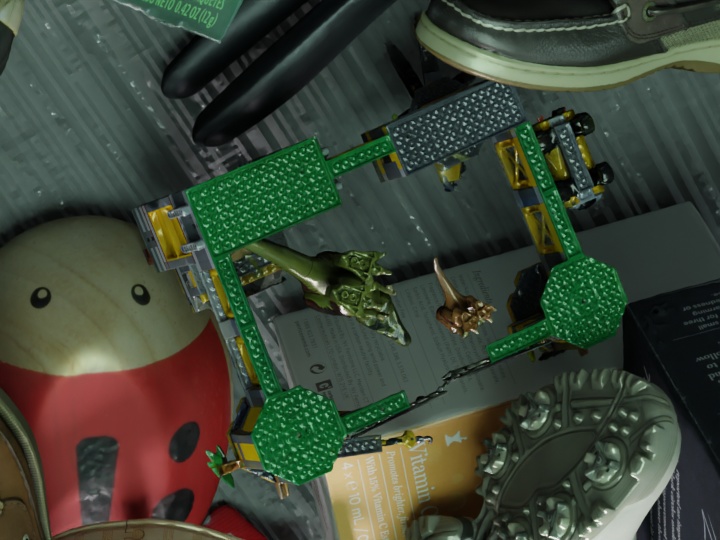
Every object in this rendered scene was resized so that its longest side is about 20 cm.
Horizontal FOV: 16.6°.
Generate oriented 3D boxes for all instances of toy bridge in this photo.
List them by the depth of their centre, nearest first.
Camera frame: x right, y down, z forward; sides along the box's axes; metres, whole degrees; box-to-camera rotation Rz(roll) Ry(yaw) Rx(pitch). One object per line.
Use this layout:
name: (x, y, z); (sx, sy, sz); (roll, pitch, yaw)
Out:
toy bridge: (-0.092, 0.137, 1.054); (0.199, 0.027, 0.067); (-5, 128, 4)

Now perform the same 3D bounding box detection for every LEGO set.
LEGO set: (0.000, 0.000, 1.013); (0.200, 0.116, 0.154); (-32, 97, -16)

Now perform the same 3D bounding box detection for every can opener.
can opener: (-0.002, -0.125, 0.994); (0.200, 0.064, 0.079); (-36, 150, 20)

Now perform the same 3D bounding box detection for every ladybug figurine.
ladybug figurine: (-0.119, 0.074, 1.077); (0.135, 0.072, 0.201); (-6, 123, -11)

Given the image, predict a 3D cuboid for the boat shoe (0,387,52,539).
boat shoe: (-0.157, 0.114, 0.979); (0.072, 0.068, 0.201); (-14, 125, 11)

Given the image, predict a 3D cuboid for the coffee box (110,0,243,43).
coffee box: (-0.067, -0.197, 0.938); (0.122, 0.044, 0.201); (20, 114, -23)

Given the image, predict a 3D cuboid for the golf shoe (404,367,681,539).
golf shoe: (0.089, 0.109, 1.014); (0.097, 0.079, 0.200); (13, 142, -24)

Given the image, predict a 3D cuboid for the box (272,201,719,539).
box: (0.075, 0.068, 1.102); (0.199, 0.098, 0.125); (-16, 129, -5)

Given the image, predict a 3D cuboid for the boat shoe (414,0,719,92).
boat shoe: (0.110, -0.117, 1.001); (0.199, 0.073, 0.065); (-10, 126, -36)

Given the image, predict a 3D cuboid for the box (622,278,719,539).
box: (0.185, 0.113, 0.975); (0.104, 0.200, 0.149); (-14, 130, -10)

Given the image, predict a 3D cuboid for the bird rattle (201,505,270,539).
bird rattle: (-0.071, 0.216, 1.187); (0.163, 0.113, 0.200); (30, 97, -40)

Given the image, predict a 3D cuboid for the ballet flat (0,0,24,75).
ballet flat: (-0.186, -0.036, 0.984); (0.057, 0.066, 0.201); (25, 94, -45)
